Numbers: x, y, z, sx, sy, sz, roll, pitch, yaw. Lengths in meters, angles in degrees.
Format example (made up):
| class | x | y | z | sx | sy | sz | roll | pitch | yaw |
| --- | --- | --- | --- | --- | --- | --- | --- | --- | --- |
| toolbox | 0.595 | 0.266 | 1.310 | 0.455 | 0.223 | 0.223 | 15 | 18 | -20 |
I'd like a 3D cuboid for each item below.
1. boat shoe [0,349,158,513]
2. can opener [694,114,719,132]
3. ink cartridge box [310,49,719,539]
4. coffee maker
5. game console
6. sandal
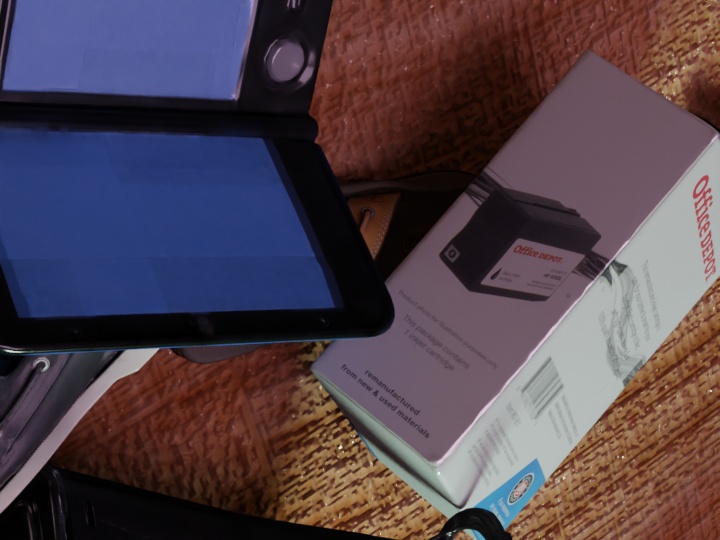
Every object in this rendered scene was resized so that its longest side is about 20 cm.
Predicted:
| class | x | y | z | sx | sy | sz | roll | pitch | yaw |
| --- | --- | --- | --- | --- | --- | --- | --- | --- | --- |
| boat shoe | -0.146 | 0.045 | 0.774 | 0.066 | 0.075 | 0.199 | 44 | 91 | -14 |
| can opener | 0.250 | -0.048 | 1.047 | 0.200 | 0.079 | 0.063 | 19 | 138 | -39 |
| ink cartridge box | 0.084 | 0.017 | 0.879 | 0.200 | 0.084 | 0.145 | -48 | 155 | -9 |
| coffee maker | -0.067 | 0.155 | 0.819 | 0.200 | 0.135 | 0.192 | 17 | 111 | -33 |
| game console | -0.074 | -0.070 | 0.734 | 0.200 | 0.118 | 0.171 | -2 | 113 | -38 |
| sandal | 0.000 | 0.000 | 0.868 | 0.200 | 0.055 | 0.082 | -9 | 119 | -36 |
